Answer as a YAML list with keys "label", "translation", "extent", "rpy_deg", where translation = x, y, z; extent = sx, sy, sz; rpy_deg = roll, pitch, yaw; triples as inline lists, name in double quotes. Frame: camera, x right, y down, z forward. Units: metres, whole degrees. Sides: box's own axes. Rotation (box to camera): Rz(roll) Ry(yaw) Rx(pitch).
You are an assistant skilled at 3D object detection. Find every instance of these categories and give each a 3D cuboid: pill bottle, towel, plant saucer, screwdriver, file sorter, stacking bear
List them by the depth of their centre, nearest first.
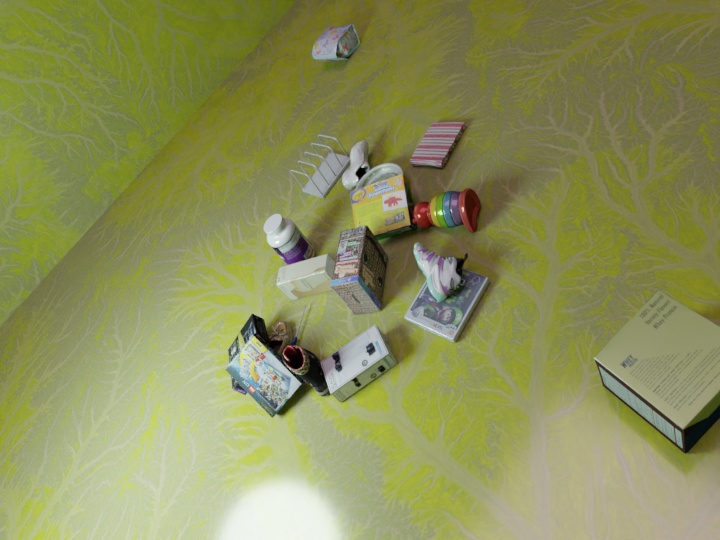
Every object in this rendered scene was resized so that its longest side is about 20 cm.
- label: "stacking bear"
  translation: [0.250, -0.178, 1.601]
  extent: [0.195, 0.114, 0.125]
  rpy_deg: [-6, 53, 37]
- label: "screwdriver"
  translation: [-0.199, 0.196, 1.671]
  extent: [0.029, 0.027, 0.206]
  rpy_deg: [-27, 41, 56]
- label: "pill bottle"
  translation: [-0.248, -0.099, 1.814]
  extent: [0.109, 0.201, 0.115]
  rpy_deg: [-18, 47, 20]
- label: "plant saucer"
  translation: [0.072, -0.283, 1.844]
  extent: [0.194, 0.050, 0.205]
  rpy_deg: [-19, 48, 21]
- label: "towel"
  translation: [0.272, -0.443, 1.848]
  extent: [0.143, 0.030, 0.203]
  rpy_deg: [13, 63, 41]
- label: "file sorter"
  translation: [-0.156, -0.410, 2.049]
  extent: [0.137, 0.125, 0.203]
  rpy_deg: [22, 70, 42]

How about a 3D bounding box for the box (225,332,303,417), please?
- label: "box"
  translation: [-0.278, 0.303, 1.530]
  extent: [0.200, 0.038, 0.137]
  rpy_deg: [44, 98, 3]

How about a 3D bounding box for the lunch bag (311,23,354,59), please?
- label: "lunch bag"
  translation: [-0.124, -1.086, 2.556]
  extent: [0.165, 0.129, 0.202]
  rpy_deg: [11, 54, 37]

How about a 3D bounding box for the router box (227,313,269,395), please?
- label: "router box"
  translation: [-0.351, 0.260, 1.658]
  extent: [0.159, 0.051, 0.201]
  rpy_deg: [-53, 31, 15]

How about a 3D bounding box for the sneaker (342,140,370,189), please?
- label: "sneaker"
  translation: [0.006, -0.394, 1.954]
  extent: [0.097, 0.077, 0.207]
  rpy_deg: [-2, 64, 43]

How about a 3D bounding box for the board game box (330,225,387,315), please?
- label: "board game box"
  translation: [0.000, 0.000, 1.594]
  extent: [0.094, 0.160, 0.206]
  rpy_deg: [-10, 52, 27]

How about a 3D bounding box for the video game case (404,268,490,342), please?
- label: "video game case"
  translation: [0.238, 0.080, 1.463]
  extent: [0.179, 0.023, 0.203]
  rpy_deg: [20, 70, 43]

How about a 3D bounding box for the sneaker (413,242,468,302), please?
- label: "sneaker"
  translation: [0.236, -0.021, 1.480]
  extent: [0.137, 0.078, 0.204]
  rpy_deg: [-29, 55, 11]

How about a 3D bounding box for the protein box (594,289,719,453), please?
- label: "protein box"
  translation: [0.610, 0.194, 1.033]
  extent: [0.198, 0.135, 0.200]
  rpy_deg: [-43, 44, -2]

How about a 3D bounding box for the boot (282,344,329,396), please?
- label: "boot"
  translation: [-0.169, 0.261, 1.513]
  extent: [0.073, 0.151, 0.200]
  rpy_deg: [-41, 44, -3]

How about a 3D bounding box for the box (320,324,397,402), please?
- label: "box"
  translation: [-0.007, 0.259, 1.468]
  extent: [0.197, 0.060, 0.118]
  rpy_deg: [-34, 44, 8]

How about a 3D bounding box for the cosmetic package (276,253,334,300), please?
- label: "cosmetic package"
  translation: [-0.168, 0.024, 1.734]
  extent: [0.194, 0.105, 0.073]
  rpy_deg: [-15, 50, 26]

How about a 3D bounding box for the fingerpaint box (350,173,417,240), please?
- label: "fingerpaint box"
  translation: [0.075, -0.197, 1.714]
  extent: [0.194, 0.073, 0.173]
  rpy_deg: [-15, 76, 25]

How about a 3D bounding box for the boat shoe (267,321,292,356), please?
- label: "boat shoe"
  translation: [-0.261, 0.243, 1.656]
  extent: [0.071, 0.063, 0.205]
  rpy_deg: [-16, 49, 23]
